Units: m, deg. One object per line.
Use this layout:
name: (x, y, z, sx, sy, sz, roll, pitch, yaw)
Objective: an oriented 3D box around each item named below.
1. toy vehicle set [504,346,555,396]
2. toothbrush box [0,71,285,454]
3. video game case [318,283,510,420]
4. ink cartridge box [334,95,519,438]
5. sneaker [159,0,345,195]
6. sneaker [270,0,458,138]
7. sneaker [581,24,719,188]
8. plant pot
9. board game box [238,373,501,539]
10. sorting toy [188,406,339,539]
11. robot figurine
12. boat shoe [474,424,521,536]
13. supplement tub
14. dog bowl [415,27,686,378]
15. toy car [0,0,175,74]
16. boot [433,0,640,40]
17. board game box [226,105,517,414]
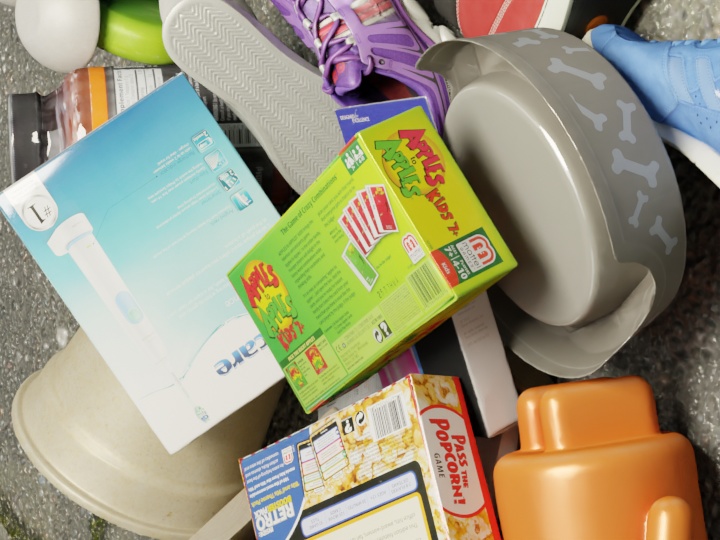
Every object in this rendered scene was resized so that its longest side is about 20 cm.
toy vehicle set: (0.061, 0.128, 1.083, 0.124, 0.026, 0.200, 51, 132, 35)
toothbrush box: (-0.119, -0.004, 1.069, 0.200, 0.146, 0.085, 55, 176, -3)
video game case: (0.030, 0.010, 1.080, 0.200, 0.018, 0.144, -32, 52, 51)
ink cartridge box: (0.030, 0.000, 0.968, 0.095, 0.037, 0.201, 0, 110, 55)
sneaker: (-0.055, -0.123, 1.097, 0.074, 0.200, 0.116, -42, 24, 7)
sneaker: (-0.007, -0.152, 1.022, 0.200, 0.083, 0.081, 43, 134, -5)
sneaker: (0.197, -0.106, 0.842, 0.200, 0.077, 0.111, 51, 124, 46)
plant pot: (-0.130, 0.064, 1.207, 0.200, 0.200, 0.184, 48, 119, 37)
board game box: (0.013, 0.179, 0.938, 0.151, 0.046, 0.201, -29, 66, 38)
sorting toy: (-0.073, 0.216, 1.106, 0.070, 0.199, 0.200, 41, 152, 14)
robot figurine: (0.138, 0.162, 0.917, 0.144, 0.116, 0.201, -10, 87, 37)
boat shoe: (0.074, 0.174, 0.993, 0.070, 0.066, 0.201, -11, 63, 53)
supplement tub: (-0.149, -0.094, 1.169, 0.107, 0.199, 0.107, 177, 90, -80)
dog bowl: (0.102, -0.042, 0.905, 0.200, 0.059, 0.200, 50, 154, 36)
toy car: (-0.180, -0.240, 1.224, 0.200, 0.175, 0.150, 51, 129, 35)
boot: (0.107, -0.200, 0.949, 0.144, 0.072, 0.200, 58, 139, 32)
board game box: (0.000, 0.000, 0.934, 0.102, 0.048, 0.200, 59, 147, 8)
